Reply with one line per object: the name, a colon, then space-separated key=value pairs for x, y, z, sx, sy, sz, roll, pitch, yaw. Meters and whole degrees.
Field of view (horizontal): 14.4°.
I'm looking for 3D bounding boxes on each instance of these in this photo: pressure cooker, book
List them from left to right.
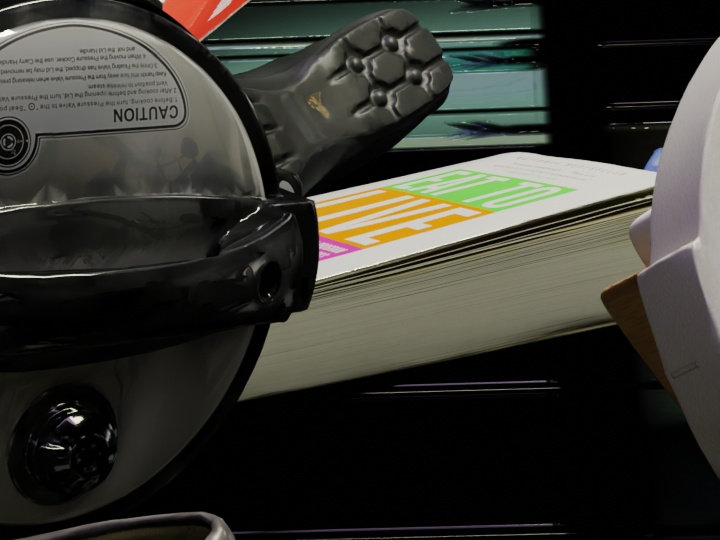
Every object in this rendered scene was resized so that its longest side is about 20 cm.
pressure cooker: x=-0.120 y=-0.011 z=0.860 sx=0.176 sy=0.179 sz=0.200 roll=-49 pitch=36 yaw=-16
book: x=0.000 y=0.000 z=1.026 sx=0.200 sy=0.048 sz=0.134 roll=-14 pitch=17 yaw=-26

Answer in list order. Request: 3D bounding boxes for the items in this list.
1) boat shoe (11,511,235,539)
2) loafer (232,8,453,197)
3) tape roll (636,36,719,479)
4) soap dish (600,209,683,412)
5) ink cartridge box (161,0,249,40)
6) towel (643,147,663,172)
boat shoe: x=-0.123 y=0.093 z=0.702 sx=0.200 sy=0.065 sz=0.073 roll=-7 pitch=19 yaw=-9
loafer: x=-0.046 y=-0.047 z=1.156 sx=0.200 sy=0.068 sz=0.070 roll=-28 pitch=-7 yaw=-39
tape roll: x=0.173 y=-0.001 z=0.748 sx=0.202 sy=0.203 sz=0.037 roll=-9 pitch=-11 yaw=-20
soap dish: x=0.194 y=-0.005 z=0.862 sx=0.200 sy=0.081 sz=0.157 roll=-9 pitch=-8 yaw=-20
ink cartridge box: x=-0.103 y=-0.093 z=1.143 sx=0.200 sy=0.057 sz=0.163 roll=-43 pitch=9 yaw=16
towel: x=0.203 y=-0.027 z=1.104 sx=0.200 sy=0.024 sz=0.147 roll=1 pitch=17 yaw=14
